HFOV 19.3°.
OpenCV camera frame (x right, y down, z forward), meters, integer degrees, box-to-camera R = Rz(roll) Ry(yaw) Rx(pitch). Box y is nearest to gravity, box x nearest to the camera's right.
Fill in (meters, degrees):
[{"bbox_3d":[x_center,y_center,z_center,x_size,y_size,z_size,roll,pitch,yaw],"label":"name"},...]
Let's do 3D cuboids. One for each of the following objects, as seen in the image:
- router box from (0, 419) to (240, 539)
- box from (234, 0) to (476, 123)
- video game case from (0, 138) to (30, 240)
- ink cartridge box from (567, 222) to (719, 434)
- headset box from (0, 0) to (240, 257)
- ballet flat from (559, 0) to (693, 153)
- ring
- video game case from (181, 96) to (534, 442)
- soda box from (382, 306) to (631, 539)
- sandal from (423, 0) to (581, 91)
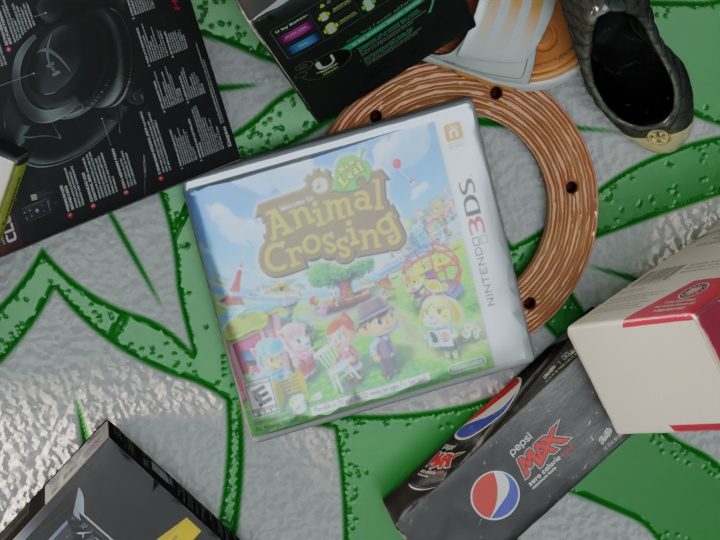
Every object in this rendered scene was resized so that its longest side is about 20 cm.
[{"bbox_3d":[-0.178,0.227,1.408,0.157,0.052,0.200,44,92,-13],"label":"router box"},{"bbox_3d":[-0.028,-0.202,1.255,0.124,0.200,0.149,-32,74,3],"label":"box"},{"bbox_3d":[-0.314,-0.025,1.246,0.198,0.026,0.182,23,107,3],"label":"video game case"},{"bbox_3d":[0.255,0.018,1.349,0.199,0.144,0.085,-32,100,-26],"label":"ink cartridge box"},{"bbox_3d":[-0.192,-0.104,1.301,0.199,0.077,0.150,-25,103,-27],"label":"headset box"},{"bbox_3d":[0.167,-0.129,1.348,0.066,0.057,0.200,-14,145,18],"label":"ballet flat"},{"bbox_3d":[0.061,-0.041,1.412,0.198,0.019,0.203,-2,101,-8],"label":"ring"},{"bbox_3d":[0.000,0.000,1.391,0.198,0.022,0.184,-16,102,-4],"label":"video game case"},{"bbox_3d":[0.111,0.119,1.423,0.200,0.063,0.071,-42,102,0],"label":"soda box"},{"bbox_3d":[0.061,-0.167,1.360,0.204,0.059,0.080,8,80,-9],"label":"sandal"}]
